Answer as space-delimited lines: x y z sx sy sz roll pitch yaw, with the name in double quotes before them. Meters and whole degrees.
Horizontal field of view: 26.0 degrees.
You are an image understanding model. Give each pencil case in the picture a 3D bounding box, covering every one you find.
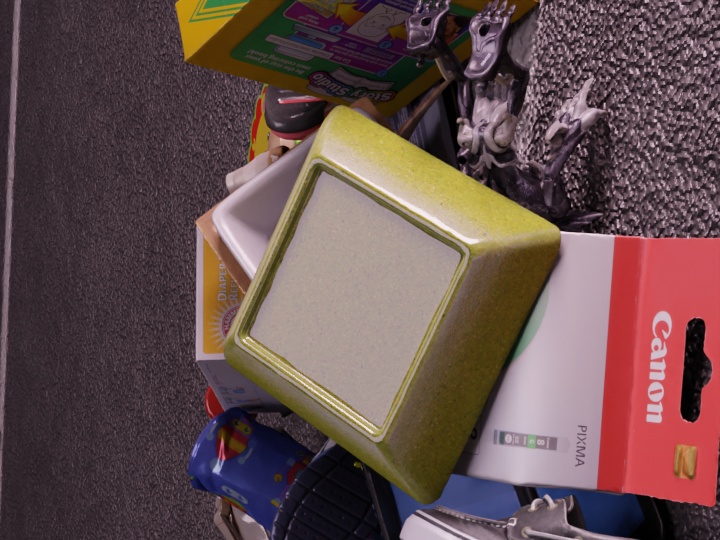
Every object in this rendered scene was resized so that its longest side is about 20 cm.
"pencil case" -0.051 0.191 1.282 0.199 0.078 0.087 31 138 14

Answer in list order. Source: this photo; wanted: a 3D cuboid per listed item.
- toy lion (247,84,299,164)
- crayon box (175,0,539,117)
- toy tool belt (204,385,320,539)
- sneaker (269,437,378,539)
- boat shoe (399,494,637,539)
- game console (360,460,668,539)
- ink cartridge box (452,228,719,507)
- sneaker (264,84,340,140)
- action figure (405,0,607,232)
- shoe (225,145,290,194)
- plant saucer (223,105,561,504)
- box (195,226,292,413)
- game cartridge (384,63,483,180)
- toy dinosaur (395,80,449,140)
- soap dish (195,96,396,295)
"toy lion" -0.076 -0.075 1.491 0.192 0.068 0.203 -146 59 -69
"crayon box" -0.003 -0.192 1.114 0.172 0.199 0.059 -33 58 41
"toy tool belt" -0.074 0.194 1.391 0.201 0.124 0.123 58 173 15
"sneaker" -0.001 0.156 1.225 0.201 0.074 0.082 -54 -5 -22
"boat shoe" 0.122 0.174 0.965 0.198 0.072 0.072 16 80 23
"game console" 0.093 0.142 1.053 0.119 0.170 0.201 80 174 -55
"ink cartridge box" 0.133 0.056 0.969 0.199 0.050 0.163 1 86 52
"sneaker" -0.024 -0.128 1.300 0.200 0.073 0.088 -55 -37 -65
"action figure" 0.105 -0.094 1.045 0.118 0.102 0.201 9 140 38
"shoe" -0.049 -0.047 1.299 0.200 0.053 0.071 44 -151 -60
"plant saucer" 0.003 0.019 1.013 0.199 0.048 0.202 32 104 30
"box" -0.072 0.043 1.268 0.200 0.100 0.114 83 -175 -72
"game cartridge" 0.052 -0.078 1.235 0.133 0.040 0.202 -44 50 53
"toy dinosaur" 0.005 -0.076 1.228 0.200 0.060 0.108 161 109 -64
"soap dish" 0.000 0.000 1.125 0.201 0.157 0.081 53 177 15
